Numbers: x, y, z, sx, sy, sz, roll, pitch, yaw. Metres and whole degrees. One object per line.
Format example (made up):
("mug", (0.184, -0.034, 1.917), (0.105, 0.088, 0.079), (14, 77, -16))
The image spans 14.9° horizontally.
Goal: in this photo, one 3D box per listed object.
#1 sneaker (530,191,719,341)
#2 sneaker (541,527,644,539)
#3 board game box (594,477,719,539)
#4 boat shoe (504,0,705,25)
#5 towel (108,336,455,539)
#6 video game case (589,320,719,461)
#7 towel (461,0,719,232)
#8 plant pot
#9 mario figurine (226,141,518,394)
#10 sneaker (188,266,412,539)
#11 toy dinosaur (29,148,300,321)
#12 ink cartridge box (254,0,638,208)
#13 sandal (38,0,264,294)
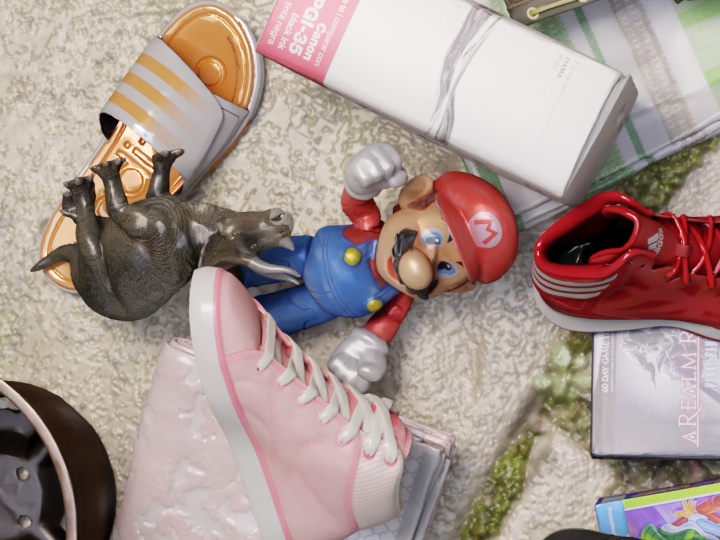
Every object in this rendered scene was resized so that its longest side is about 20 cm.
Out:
("sneaker", (0.196, -0.004, 1.610), (0.200, 0.116, 0.079), (-9, 76, 7))
("sneaker", (0.192, 0.197, 1.593), (0.200, 0.106, 0.075), (7, 91, 7))
("board game box", (0.226, 0.225, 1.666), (0.134, 0.045, 0.200), (-11, 88, 9))
("boat shoe", (0.181, -0.187, 1.638), (0.201, 0.072, 0.060), (-9, 98, 5))
("towel", (-0.058, 0.162, 1.695), (0.191, 0.032, 0.200), (19, 106, 7))
("video game case", (0.239, 0.044, 1.662), (0.200, 0.019, 0.143), (0, 77, 8))
("towel", (0.142, -0.127, 1.685), (0.200, 0.031, 0.149), (-25, 87, 8))
("plant pot", (-0.243, 0.143, 1.662), (0.200, 0.198, 0.201), (0, 91, 9))
("mario figurine", (0.000, 0.000, 1.650), (0.200, 0.123, 0.106), (-18, 57, 23))
("sneaker", (-0.029, 0.074, 1.601), (0.104, 0.075, 0.200), (-12, 121, 10))
("toy dinosaur", (-0.139, -0.011, 1.651), (0.200, 0.077, 0.102), (-21, 84, 33))
("ink cartridge box", (0.053, -0.115, 1.612), (0.200, 0.147, 0.083), (26, 92, 8))
("sandal", (-0.132, -0.072, 1.713), (0.079, 0.059, 0.207), (34, 95, 7))
